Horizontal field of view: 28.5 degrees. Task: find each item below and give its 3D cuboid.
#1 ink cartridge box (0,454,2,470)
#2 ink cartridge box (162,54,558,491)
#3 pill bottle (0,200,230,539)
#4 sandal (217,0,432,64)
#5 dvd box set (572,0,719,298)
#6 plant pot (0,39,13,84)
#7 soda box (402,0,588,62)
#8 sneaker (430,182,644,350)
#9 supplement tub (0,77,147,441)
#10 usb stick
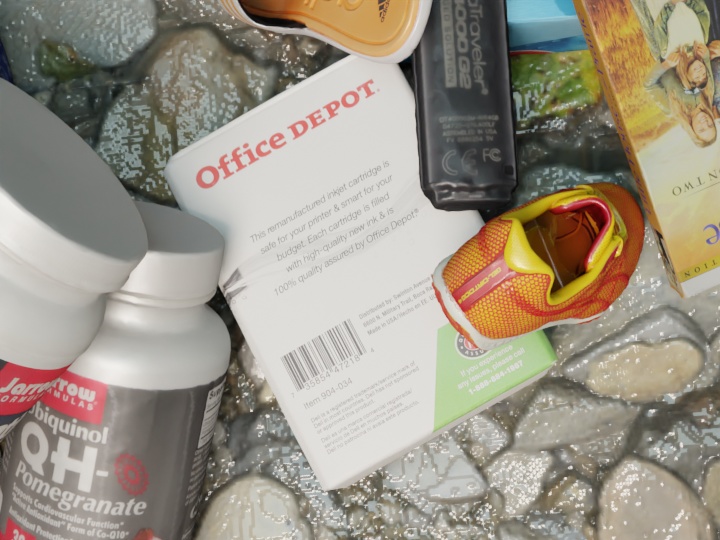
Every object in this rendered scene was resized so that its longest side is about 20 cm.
[{"bbox_3d":[-0.263,0.190,0.801,0.143,0.083,0.203,-19,81,4],"label":"ink cartridge box"},{"bbox_3d":[0.000,0.000,0.796,0.144,0.084,0.202,-28,81,1],"label":"ink cartridge box"},{"bbox_3d":[-0.130,0.070,0.756,0.109,0.111,0.203,16,107,8],"label":"pill bottle"},{"bbox_3d":[-0.037,-0.169,0.778,0.206,0.059,0.080,30,104,51],"label":"sandal"},{"bbox_3d":[0.207,-0.102,0.768,0.145,0.029,0.202,-22,109,2],"label":"dvd box set"},{"bbox_3d":[-0.290,-0.069,0.784,0.198,0.200,0.182,-27,86,1],"label":"plant pot"},{"bbox_3d":[0.092,-0.163,0.815,0.197,0.068,0.065,-2,83,6],"label":"soda box"},{"bbox_3d":[0.114,-0.011,0.735,0.077,0.199,0.073,-36,86,33],"label":"sneaker"},{"bbox_3d":[-0.206,0.021,0.648,0.200,0.140,0.141,-45,80,14],"label":"supplement tub"},{"bbox_3d":[0.053,-0.132,0.759,0.055,0.033,0.203,-1,77,-7],"label":"usb stick"}]
